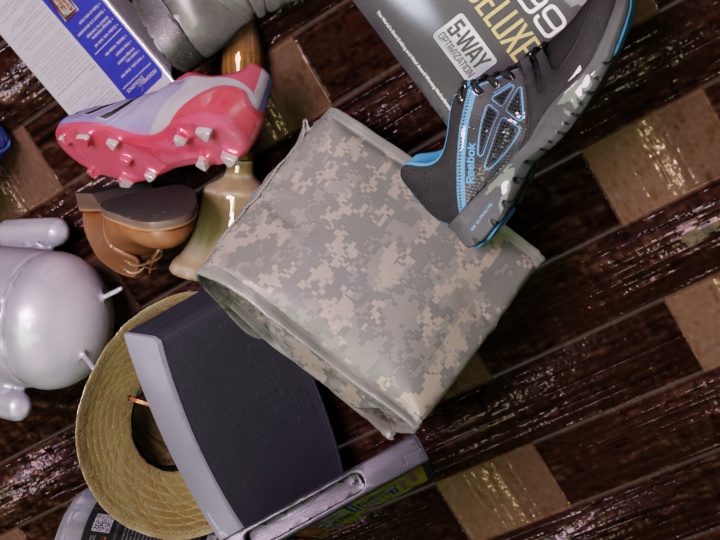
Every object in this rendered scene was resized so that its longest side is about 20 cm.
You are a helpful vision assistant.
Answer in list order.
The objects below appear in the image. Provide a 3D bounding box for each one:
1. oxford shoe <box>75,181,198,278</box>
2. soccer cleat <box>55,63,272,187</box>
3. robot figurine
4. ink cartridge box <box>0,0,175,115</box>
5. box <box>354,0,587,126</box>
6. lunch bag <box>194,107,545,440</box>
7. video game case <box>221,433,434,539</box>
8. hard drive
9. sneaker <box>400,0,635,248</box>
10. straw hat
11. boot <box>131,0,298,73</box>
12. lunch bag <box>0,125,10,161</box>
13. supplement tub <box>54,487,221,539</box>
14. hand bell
[{"bbox_3d":[-0.166,-0.028,0.986,0.071,0.200,0.072,-11,99,-22],"label":"oxford shoe"},{"bbox_3d":[-0.148,-0.111,0.967,0.199,0.077,0.067,-1,141,41],"label":"soccer cleat"},{"bbox_3d":[-0.287,0.037,1.069,0.199,0.113,0.170,6,82,27],"label":"robot figurine"},{"bbox_3d":[-0.217,-0.180,1.012,0.095,0.037,0.200,-37,95,27],"label":"ink cartridge box"},{"bbox_3d":[0.067,-0.224,0.887,0.157,0.050,0.200,-34,98,25],"label":"box"},{"bbox_3d":[0.000,0.000,0.940,0.200,0.118,0.164,38,76,-2],"label":"lunch bag"},{"bbox_3d":[-0.030,0.180,0.959,0.180,0.200,0.026,-28,77,-2],"label":"video game case"},{"bbox_3d":[-0.093,0.111,1.042,0.042,0.135,0.201,5,121,60],"label":"hard drive"},{"bbox_3d":[0.103,-0.110,0.848,0.082,0.073,0.200,38,111,6],"label":"sneaker"},{"bbox_3d":[-0.158,0.116,1.079,0.085,0.201,0.202,5,120,58],"label":"straw hat"},{"bbox_3d":[-0.128,-0.257,0.947,0.130,0.068,0.200,-33,93,11],"label":"boot"},{"bbox_3d":[-0.385,-0.102,1.040,0.200,0.136,0.132,37,118,0],"label":"lunch bag"},{"bbox_3d":[-0.156,0.257,1.122,0.199,0.123,0.123,4,113,16],"label":"supplement tub"},{"bbox_3d":[-0.091,-0.097,0.993,0.104,0.104,0.201,7,100,15],"label":"hand bell"}]
